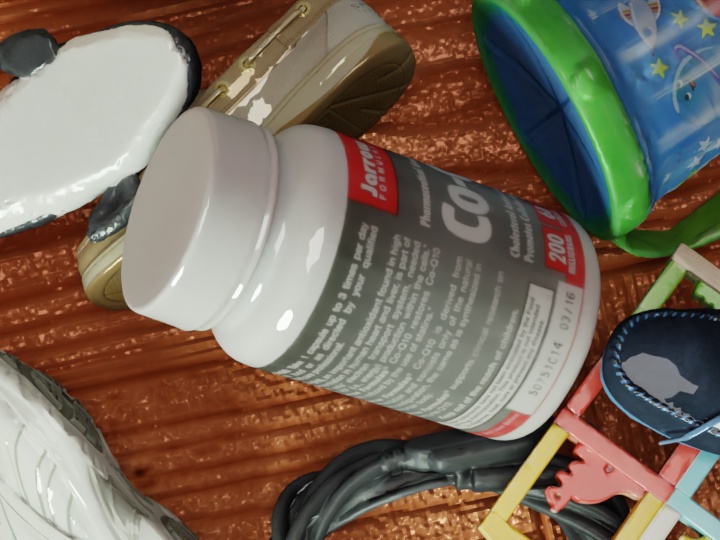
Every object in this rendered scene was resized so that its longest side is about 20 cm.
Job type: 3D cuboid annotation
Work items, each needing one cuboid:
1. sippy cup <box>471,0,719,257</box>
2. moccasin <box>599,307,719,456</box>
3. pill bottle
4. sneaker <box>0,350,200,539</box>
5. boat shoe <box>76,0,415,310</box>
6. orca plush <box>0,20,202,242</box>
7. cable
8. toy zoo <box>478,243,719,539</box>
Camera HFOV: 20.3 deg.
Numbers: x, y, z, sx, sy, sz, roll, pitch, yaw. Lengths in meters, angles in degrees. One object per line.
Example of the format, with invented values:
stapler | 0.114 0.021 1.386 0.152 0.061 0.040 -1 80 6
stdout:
sippy cup | 0.141 -0.103 0.960 0.130 0.178 0.140 -28 63 -8
moccasin | 0.211 0.054 0.915 0.199 0.068 0.081 11 79 2
pill bottle | 0.000 0.000 0.926 0.199 0.114 0.115 18 86 -24
sneaker | -0.154 0.122 0.969 0.099 0.078 0.200 -42 86 1
boat shoe | -0.066 -0.062 0.990 0.200 0.074 0.069 -39 64 3
orca plush | -0.145 -0.049 0.984 0.105 0.071 0.200 41 107 12
cable | 0.042 0.161 0.987 0.199 0.051 0.164 -12 91 -6
toy zoo | 0.147 0.105 0.952 0.131 0.020 0.200 36 82 6
